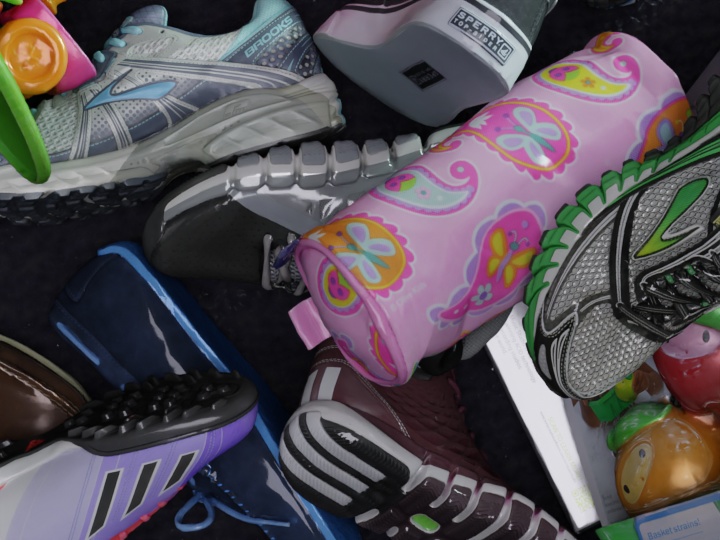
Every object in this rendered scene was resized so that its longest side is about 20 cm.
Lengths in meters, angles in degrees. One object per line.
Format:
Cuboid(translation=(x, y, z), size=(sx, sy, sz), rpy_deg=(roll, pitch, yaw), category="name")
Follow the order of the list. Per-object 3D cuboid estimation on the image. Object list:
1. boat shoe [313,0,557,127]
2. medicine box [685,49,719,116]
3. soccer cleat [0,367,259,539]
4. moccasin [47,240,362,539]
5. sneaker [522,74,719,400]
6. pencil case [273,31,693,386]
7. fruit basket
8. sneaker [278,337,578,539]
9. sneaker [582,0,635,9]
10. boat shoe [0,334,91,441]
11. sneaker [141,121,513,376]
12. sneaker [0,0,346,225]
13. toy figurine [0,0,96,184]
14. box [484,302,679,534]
Cuboid(translation=(0.036, -0.116, 1.132), size=(0.074, 0.199, 0.068), rpy_deg=(37, 79, -9), category="boat shoe")
Cuboid(translation=(0.285, -0.084, 1.171), size=(0.200, 0.103, 0.182), rpy_deg=(39, 77, -4), category="medicine box")
Cuboid(translation=(-0.129, 0.106, 1.174), size=(0.200, 0.068, 0.073), rpy_deg=(-22, 104, 15), category="soccer cleat")
Cuboid(translation=(-0.076, 0.078, 1.224), size=(0.068, 0.080, 0.200), rpy_deg=(-39, 80, 8), category="moccasin")
Cuboid(translation=(0.147, -0.015, 1.065), size=(0.078, 0.085, 0.200), rpy_deg=(24, 117, -39), category="sneaker")
Cuboid(translation=(0.061, -0.027, 1.124), size=(0.200, 0.087, 0.088), rpy_deg=(-35, 94, -19), category="pencil case")
Cuboid(translation=(0.163, 0.064, 1.133), size=(0.185, 0.094, 0.201), rpy_deg=(-23, 84, 42), category="fruit basket")
Cuboid(translation=(0.052, 0.091, 1.218), size=(0.200, 0.116, 0.076), rpy_deg=(38, 129, -26), category="sneaker")
Cuboid(translation=(0.163, -0.214, 1.205), size=(0.087, 0.075, 0.200), rpy_deg=(43, 86, 5), category="sneaker")
Cuboid(translation=(-0.227, 0.057, 1.213), size=(0.202, 0.075, 0.075), rpy_deg=(18, 94, -2), category="boat shoe")
Cuboid(translation=(0.000, 0.000, 1.180), size=(0.199, 0.075, 0.116), rpy_deg=(-13, 64, -1), category="sneaker")
Cuboid(translation=(-0.112, -0.079, 1.214), size=(0.199, 0.078, 0.087), rpy_deg=(-15, 82, -6), category="sneaker")
Cuboid(translation=(-0.124, -0.172, 1.129), size=(0.184, 0.150, 0.200), rpy_deg=(-34, 99, -12), category="toy figurine")
Cuboid(translation=(0.164, 0.022, 1.235), size=(0.200, 0.036, 0.145), rpy_deg=(-26, 94, 3), category="box")
